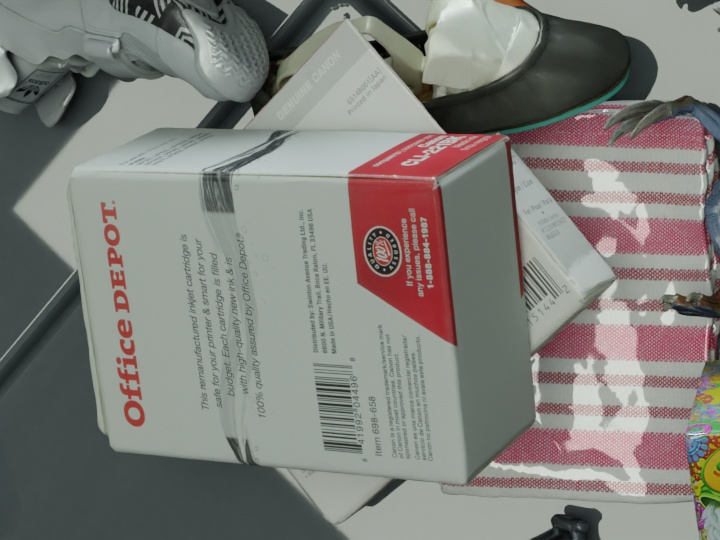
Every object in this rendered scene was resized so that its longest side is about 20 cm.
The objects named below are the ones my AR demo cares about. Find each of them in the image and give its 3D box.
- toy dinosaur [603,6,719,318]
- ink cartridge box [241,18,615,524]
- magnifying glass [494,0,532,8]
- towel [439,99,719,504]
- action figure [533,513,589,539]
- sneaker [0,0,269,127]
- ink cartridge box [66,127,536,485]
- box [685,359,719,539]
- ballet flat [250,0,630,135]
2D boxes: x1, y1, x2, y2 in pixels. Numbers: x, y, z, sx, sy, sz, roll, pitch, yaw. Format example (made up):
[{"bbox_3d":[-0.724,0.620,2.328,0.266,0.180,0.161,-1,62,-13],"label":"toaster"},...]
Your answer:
[{"bbox_3d":[0.187,-0.068,1.187,0.105,0.199,0.183,1,77,43],"label":"toy dinosaur"},{"bbox_3d":[0.000,0.000,1.228,0.176,0.045,0.200,50,123,7],"label":"ink cartridge box"},{"bbox_3d":[0.024,-0.160,1.265,0.199,0.022,0.080,35,99,13],"label":"magnifying glass"},{"bbox_3d":[0.107,0.017,1.243,0.145,0.030,0.202,0,92,15],"label":"towel"},{"bbox_3d":[0.061,0.228,1.227,0.192,0.104,0.202,-9,88,24],"label":"action figure"},{"bbox_3d":[-0.134,-0.113,1.263,0.200,0.075,0.115,40,106,32],"label":"sneaker"},{"bbox_3d":[-0.028,0.013,1.172,0.199,0.084,0.145,3,109,28],"label":"ink cartridge box"},{"bbox_3d":[0.264,0.137,1.143,0.198,0.122,0.194,-7,103,14],"label":"box"},{"bbox_3d":[0.031,-0.097,1.218,0.199,0.069,0.068,-12,46,23],"label":"ballet flat"}]
